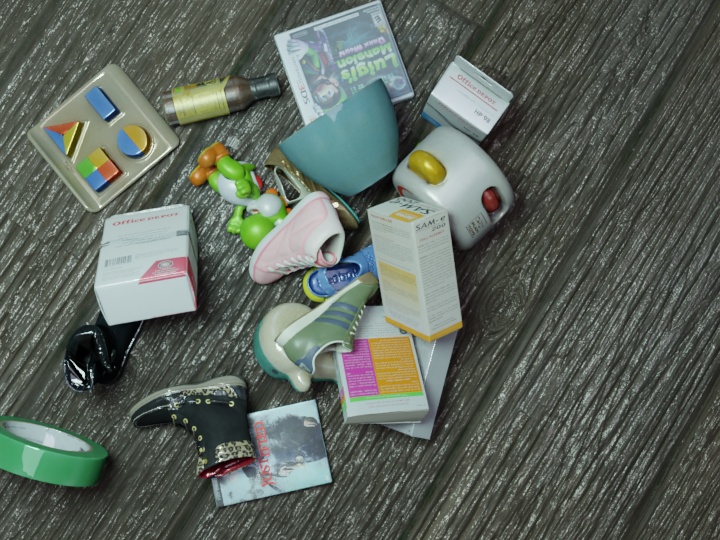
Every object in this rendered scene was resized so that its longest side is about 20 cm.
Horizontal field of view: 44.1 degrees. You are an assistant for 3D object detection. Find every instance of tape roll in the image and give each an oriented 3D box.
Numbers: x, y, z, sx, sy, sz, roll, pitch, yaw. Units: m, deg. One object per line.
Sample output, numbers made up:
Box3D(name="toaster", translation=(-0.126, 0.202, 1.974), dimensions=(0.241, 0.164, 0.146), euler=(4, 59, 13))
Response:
Box3D(name="tape roll", translation=(-0.502, 0.283, 1.403), dimensions=(0.200, 0.200, 0.048), euler=(19, 85, -1))

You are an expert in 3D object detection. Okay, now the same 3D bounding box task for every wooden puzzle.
Box3D(name="wooden puzzle", translation=(-0.441, -0.229, 1.516), dimensions=(0.200, 0.046, 0.185), euler=(-40, 88, -4))

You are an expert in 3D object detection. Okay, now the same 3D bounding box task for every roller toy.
Box3D(name="roller toy", translation=(0.148, -0.130, 1.462), dimensions=(0.140, 0.200, 0.182), euler=(-44, 95, -4))

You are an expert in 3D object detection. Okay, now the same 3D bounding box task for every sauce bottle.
Box3D(name="sauce bottle", translation=(-0.238, -0.297, 1.522), dimensions=(0.199, 0.065, 0.065), euler=(-13, 87, -5))

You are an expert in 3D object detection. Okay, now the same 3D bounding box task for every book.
Box3D(name="book", translation=(0.024, 0.148, 1.441), dimensions=(0.133, 0.048, 0.201), euler=(0, 55, -16))

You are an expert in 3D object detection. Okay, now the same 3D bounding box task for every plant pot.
Box3D(name="plant pot", translation=(-0.016, -0.200, 1.444), dimensions=(0.200, 0.200, 0.135), euler=(-33, 98, -4))

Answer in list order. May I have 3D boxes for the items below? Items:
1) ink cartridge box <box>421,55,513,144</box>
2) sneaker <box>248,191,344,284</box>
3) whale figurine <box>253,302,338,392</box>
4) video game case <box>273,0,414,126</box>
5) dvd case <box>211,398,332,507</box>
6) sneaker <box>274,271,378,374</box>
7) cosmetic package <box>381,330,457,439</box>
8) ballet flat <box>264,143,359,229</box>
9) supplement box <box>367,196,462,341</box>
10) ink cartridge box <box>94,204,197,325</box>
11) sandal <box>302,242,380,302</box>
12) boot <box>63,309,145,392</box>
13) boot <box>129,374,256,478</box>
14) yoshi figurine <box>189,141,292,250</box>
Box3D(name="ink cartridge box", translation=(0.172, -0.271, 1.466), dimensions=(0.116, 0.200, 0.067), euler=(36, 87, 1))
Box3D(name="sneaker", translation=(-0.101, -0.025, 1.456), dimensions=(0.200, 0.075, 0.105), euler=(-47, 59, 23))
Box3D(name="whale figurine", translation=(-0.089, 0.143, 1.487), dimensions=(0.200, 0.104, 0.160), euler=(31, 46, -20))
Box3D(name="video game case", translation=(-0.028, -0.356, 1.553), dimensions=(0.199, 0.023, 0.183), euler=(-20, 88, -3))
Box3D(name="dvd case", translation=(-0.158, 0.308, 1.505), dimensions=(0.199, 0.022, 0.147), euler=(-11, 87, -1))
Box3D(name="sneaker", translation=(-0.034, 0.090, 1.417), dimensions=(0.200, 0.067, 0.090), euler=(-34, 78, -24))
Box3D(name="cosmetic package", translation=(0.100, 0.173, 1.490), dimensions=(0.051, 0.082, 0.201), euler=(18, 85, -37))
Box3D(name="ballet flat", translation=(-0.090, -0.128, 1.509), dimensions=(0.072, 0.068, 0.200), euler=(-40, 87, -19))
Box3D(name="supplement box", translation=(0.087, -0.004, 1.404), dimensions=(0.073, 0.126, 0.201), euler=(-21, 115, -27))
Box3D(name="ink cartridge box", translation=(-0.339, -0.013, 1.430), dimensions=(0.145, 0.200, 0.085), euler=(-10, 128, -3))
Box3D(name="sandal", translation=(0.000, 0.000, 1.500), dimensions=(0.199, 0.087, 0.080), euler=(-24, 86, -5))
Box3D(name="boot", translation=(-0.408, 0.095, 1.436), dimensions=(0.076, 0.168, 0.201), euler=(16, 85, -1))
Box3D(name="boot", translation=(-0.270, 0.264, 1.454), dimensions=(0.199, 0.073, 0.151), euler=(-13, 60, -9))
Box3D(name="yoshi figurine", translation=(-0.201, -0.111, 1.495), dimensions=(0.200, 0.112, 0.112), euler=(41, 102, -2))
